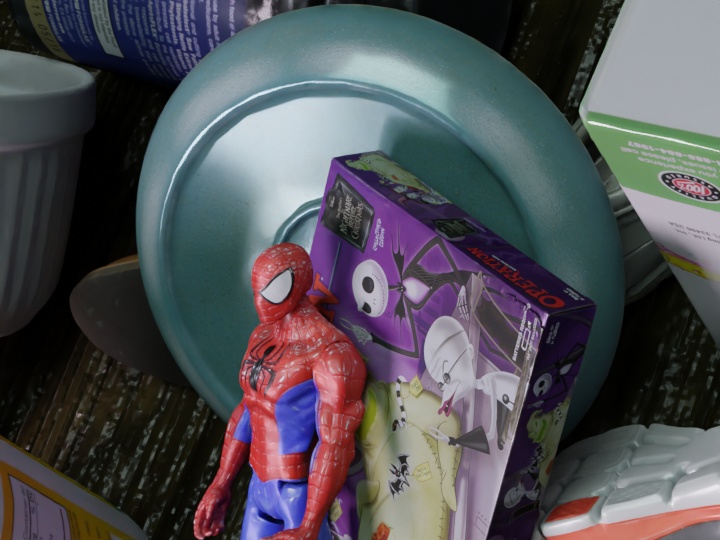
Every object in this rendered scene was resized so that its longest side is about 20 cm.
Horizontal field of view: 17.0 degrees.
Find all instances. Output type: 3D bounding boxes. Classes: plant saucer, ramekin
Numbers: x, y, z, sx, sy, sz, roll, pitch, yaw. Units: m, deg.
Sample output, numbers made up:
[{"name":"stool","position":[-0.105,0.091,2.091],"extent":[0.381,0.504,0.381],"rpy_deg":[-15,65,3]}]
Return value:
[{"name":"plant saucer","position":[0.000,0.000,0.906],"extent":[0.200,0.027,0.200],"rpy_deg":[8,113,20]},{"name":"ramekin","position":[-0.211,-0.035,0.997],"extent":[0.200,0.200,0.105],"rpy_deg":[10,103,28]}]

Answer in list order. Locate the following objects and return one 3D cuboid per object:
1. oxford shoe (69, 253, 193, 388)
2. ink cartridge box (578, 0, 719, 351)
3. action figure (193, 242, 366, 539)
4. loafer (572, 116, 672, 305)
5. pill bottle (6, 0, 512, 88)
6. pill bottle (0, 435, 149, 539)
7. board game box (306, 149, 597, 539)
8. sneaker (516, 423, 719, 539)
[{"name":"oxford shoe","position":[-0.023,0.004,0.979],"extent":[0.200,0.071,0.071],"rpy_deg":[-5,40,22]},{"name":"ink cartridge box","position":[0.178,-0.025,0.810],"extent":[0.145,0.200,0.084],"rpy_deg":[14,72,29]},{"name":"action figure","position":[-0.027,0.088,0.866],"extent":[0.065,0.052,0.200],"rpy_deg":[18,109,54]},{"name":"loafer","position":[0.140,-0.073,0.921],"extent":[0.200,0.070,0.070],"rpy_deg":[-49,49,-3]},{"name":"pill bottle","position":[-0.043,-0.125,1.006],"extent":[0.200,0.112,0.112],"rpy_deg":[16,76,29]},{"name":"pill bottle","position":[-0.165,0.110,0.906],"extent":[0.113,0.200,0.113],"rpy_deg":[-9,65,21]},{"name":"board game box","position":[0.013,0.072,0.869],"extent":[0.120,0.032,0.200],"rpy_deg":[40,127,43]},{"name":"sneaker","position":[0.120,0.101,0.855],"extent":[0.200,0.082,0.077],"rpy_deg":[-15,18,41]}]
